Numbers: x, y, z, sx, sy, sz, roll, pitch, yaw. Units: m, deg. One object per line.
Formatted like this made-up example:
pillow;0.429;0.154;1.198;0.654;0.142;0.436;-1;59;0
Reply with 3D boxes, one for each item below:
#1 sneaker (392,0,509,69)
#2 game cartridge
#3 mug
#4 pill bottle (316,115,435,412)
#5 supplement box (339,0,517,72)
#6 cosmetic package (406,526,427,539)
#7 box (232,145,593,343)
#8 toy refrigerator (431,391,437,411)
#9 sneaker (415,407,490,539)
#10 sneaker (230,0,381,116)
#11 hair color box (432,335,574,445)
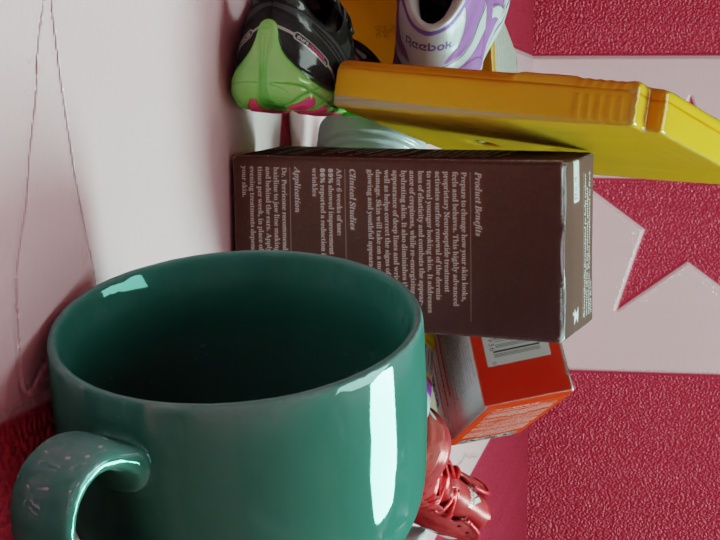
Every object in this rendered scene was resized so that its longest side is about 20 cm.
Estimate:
sneaker;0.062;-0.198;1.093;0.115;0.072;0.201;88;8;-47
game cartridge;0.113;-0.084;0.964;0.176;0.199;0.033;14;83;-56
mug;-0.062;0.075;0.686;0.152;0.184;0.115;-140;-138;-58
pill bottle;0.000;0.000;1.080;0.104;0.104;0.201;67;26;-66
supplement box;0.050;-0.149;1.267;0.200;0.125;0.074;30;57;-77
cosmetic package;0.003;0.290;1.197;0.113;0.081;0.201;-7;99;-79
box;0.030;-0.019;0.955;0.075;0.199;0.101;-21;112;-65
toy refrigerator;0.068;0.045;1.313;0.200;0.070;0.076;78;14;-49
sneaker;0.054;0.139;1.165;0.200;0.115;0.079;154;-46;-73
sneaker;-0.024;-0.137;1.013;0.200;0.076;0.084;-33;127;-79
hair color box;0.086;0.054;1.122;0.200;0.061;0.102;112;-33;-77
